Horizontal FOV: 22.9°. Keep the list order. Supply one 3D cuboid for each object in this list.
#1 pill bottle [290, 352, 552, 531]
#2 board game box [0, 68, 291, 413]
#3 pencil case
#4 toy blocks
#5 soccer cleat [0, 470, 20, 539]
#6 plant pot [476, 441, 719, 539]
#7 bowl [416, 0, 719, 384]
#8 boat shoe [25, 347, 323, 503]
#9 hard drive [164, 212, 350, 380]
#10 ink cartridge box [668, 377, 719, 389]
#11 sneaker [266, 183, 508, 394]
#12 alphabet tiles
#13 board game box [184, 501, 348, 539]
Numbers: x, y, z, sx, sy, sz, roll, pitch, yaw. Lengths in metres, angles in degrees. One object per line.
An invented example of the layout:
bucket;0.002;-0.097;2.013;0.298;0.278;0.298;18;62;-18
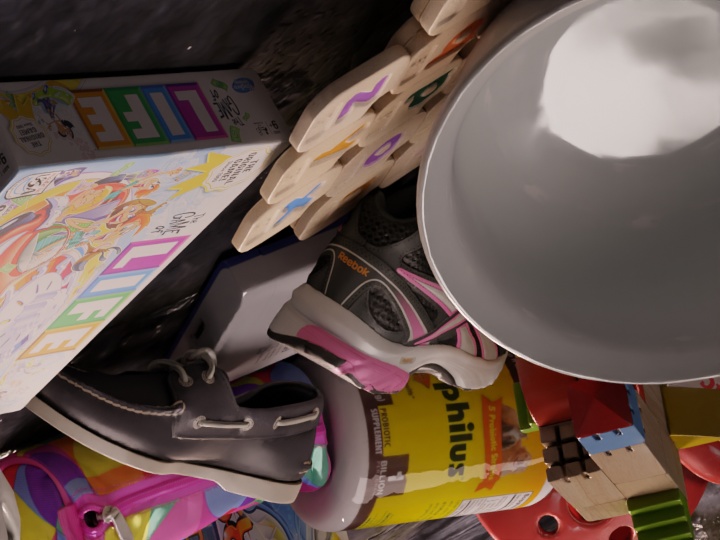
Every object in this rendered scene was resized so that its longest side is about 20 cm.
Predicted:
pill bottle;0.053;0.098;1.106;0.198;0.110;0.109;-3;153;-29
board game box;-0.133;0.000;0.660;0.134;0.034;0.200;-13;157;-51
pencil case;-0.104;0.112;0.979;0.199;0.089;0.088;-20;163;-43
toy blocks;0.100;0.021;0.815;0.099;0.202;0.137;-15;154;16
soccer cleat;-0.191;0.117;0.817;0.068;0.086;0.200;-24;167;-21
plant pot;0.192;0.137;1.419;0.182;0.201;0.200;-40;163;21
bowl;0.118;-0.057;0.691;0.199;0.091;0.202;-1;133;-1
boat shoe;-0.090;0.062;0.869;0.199;0.072;0.063;24;94;-49
hard drive;0.000;0.000;0.933;0.199;0.026;0.132;-22;163;-29
ink cartridge box;0.280;0.013;1.201;0.200;0.147;0.145;-47;164;6
sneaker;0.036;0.003;0.834;0.087;0.080;0.200;-62;165;12
alphabet tiles;0.032;-0.081;0.706;0.195;0.015;0.200;-34;169;-31
board game box;-0.054;0.189;1.104;0.034;0.202;0.135;-17;175;32
